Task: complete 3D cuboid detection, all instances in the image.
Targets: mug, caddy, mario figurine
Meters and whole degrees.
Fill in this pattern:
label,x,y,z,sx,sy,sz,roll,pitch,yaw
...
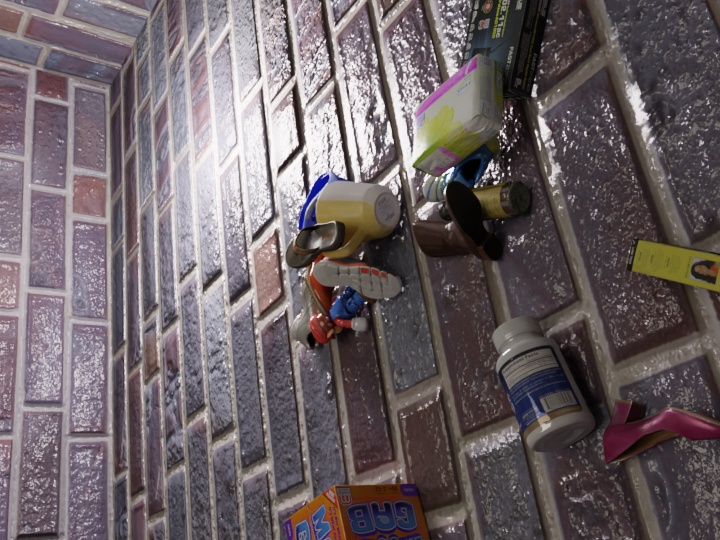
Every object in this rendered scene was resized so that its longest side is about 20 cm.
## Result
label,x,y,z,sx,sy,sz,roll,pitch,yaw
mug,0.004,-0.110,1.668,0.153,0.149,0.187,0,81,47
caddy,-0.083,-0.140,1.820,0.200,0.105,0.142,-61,40,27
mario figurine,-0.035,0.097,1.750,0.200,0.106,0.124,-44,12,28

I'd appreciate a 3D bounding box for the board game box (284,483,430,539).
label,x,y,z,sx,sy,sz,roll,pitch,yaw
board game box,0.000,0.546,1.465,0.200,0.199,0.200,-46,47,39

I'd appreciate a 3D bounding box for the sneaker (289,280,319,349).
label,x,y,z,sx,sy,sz,roll,pitch,yaw
sneaker,-0.105,0.101,1.842,0.092,0.076,0.201,39,122,44

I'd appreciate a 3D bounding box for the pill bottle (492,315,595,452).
label,x,y,z,sx,sy,sz,roll,pitch,yaw
pill bottle,0.284,0.178,1.213,0.111,0.111,0.200,-50,45,37

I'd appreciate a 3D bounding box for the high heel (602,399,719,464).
label,x,y,z,sx,sy,sz,roll,pitch,yaw
high heel,0.414,0.236,1.043,0.200,0.067,0.096,-2,71,60

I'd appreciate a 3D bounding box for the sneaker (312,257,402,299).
label,x,y,z,sx,sy,sz,roll,pitch,yaw
sneaker,0.000,0.000,1.649,0.082,0.199,0.077,-59,-20,-55

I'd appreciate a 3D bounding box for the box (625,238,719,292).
label,x,y,z,sx,sy,sz,roll,pitch,yaw
box,0.467,-0.001,1.024,0.200,0.075,0.050,19,101,54

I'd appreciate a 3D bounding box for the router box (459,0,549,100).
label,x,y,z,sx,sy,sz,roll,pitch,yaw
router box,0.264,-0.420,1.418,0.150,0.062,0.201,13,93,54

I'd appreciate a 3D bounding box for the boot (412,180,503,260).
label,x,y,z,sx,sy,sz,roll,pitch,yaw
boot,0.153,-0.090,1.429,0.064,0.187,0.200,-45,27,-21

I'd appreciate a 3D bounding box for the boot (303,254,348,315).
label,x,y,z,sx,sy,sz,roll,pitch,yaw
boot,-0.071,0.009,1.717,0.107,0.075,0.200,-16,49,9

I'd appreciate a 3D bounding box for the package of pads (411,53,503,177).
label,x,y,z,sx,sy,sz,roll,pitch,yaw
package of pads,0.174,-0.276,1.380,0.200,0.068,0.155,-35,41,49

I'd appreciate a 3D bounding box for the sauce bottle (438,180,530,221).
label,x,y,z,sx,sy,sz,roll,pitch,yaw
sauce bottle,0.225,-0.124,1.410,0.200,0.065,0.065,-3,80,56

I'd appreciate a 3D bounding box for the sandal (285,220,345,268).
label,x,y,z,sx,sy,sz,roll,pitch,yaw
sandal,-0.108,-0.059,1.626,0.200,0.054,0.082,-16,71,49

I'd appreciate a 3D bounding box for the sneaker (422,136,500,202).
label,x,y,z,sx,sy,sz,roll,pitch,yaw
sneaker,0.178,-0.183,1.445,0.200,0.076,0.105,-45,8,40
